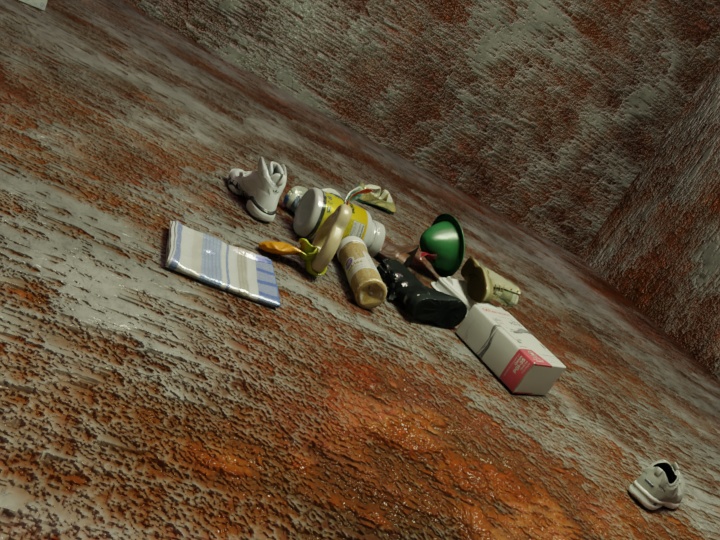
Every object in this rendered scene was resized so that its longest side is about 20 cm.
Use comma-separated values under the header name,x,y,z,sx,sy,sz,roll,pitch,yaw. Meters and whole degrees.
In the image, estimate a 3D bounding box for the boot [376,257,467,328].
name,x,y,z,sx,sy,sz,roll,pitch,yaw
boot,0.131,0.049,1.331,0.196,0.074,0.162,14,22,-42

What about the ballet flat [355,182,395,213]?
name,x,y,z,sx,sy,sz,roll,pitch,yaw
ballet flat,0.059,-0.241,1.954,0.197,0.071,0.071,15,24,-42

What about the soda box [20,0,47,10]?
name,x,y,z,sx,sy,sz,roll,pitch,yaw
soda box,-1.036,-0.851,1.762,0.198,0.064,0.068,9,29,-49

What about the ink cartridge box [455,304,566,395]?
name,x,y,z,sx,sy,sz,roll,pitch,yaw
ink cartridge box,0.325,0.172,1.299,0.145,0.084,0.200,13,26,-43

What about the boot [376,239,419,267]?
name,x,y,z,sx,sy,sz,roll,pitch,yaw
boot,0.048,-0.080,1.549,0.198,0.065,0.186,30,16,11

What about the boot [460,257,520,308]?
name,x,y,z,sx,sy,sz,roll,pitch,yaw
boot,0.346,0.051,1.532,0.153,0.073,0.201,30,19,-14

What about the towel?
name,x,y,z,sx,sy,sz,roll,pitch,yaw
towel,-0.226,-0.012,0.983,0.197,0.024,0.148,24,21,-25

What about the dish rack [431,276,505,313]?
name,x,y,z,sx,sy,sz,roll,pitch,yaw
dish rack,0.293,0.079,1.551,0.170,0.044,0.200,9,30,-51

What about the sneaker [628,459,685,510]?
name,x,y,z,sx,sy,sz,roll,pitch,yaw
sneaker,0.585,0.401,1.130,0.198,0.083,0.075,9,28,-49

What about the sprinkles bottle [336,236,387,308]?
name,x,y,z,sx,sy,sz,roll,pitch,yaw
sprinkles bottle,0.000,0.000,1.241,0.067,0.069,0.201,22,21,-24

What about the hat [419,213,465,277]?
name,x,y,z,sx,sy,sz,roll,pitch,yaw
hat,0.160,-0.064,1.544,0.172,0.200,0.169,-6,66,-27

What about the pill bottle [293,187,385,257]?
name,x,y,z,sx,sy,sz,roll,pitch,yaw
pill bottle,-0.045,-0.102,1.357,0.197,0.114,0.113,21,20,-29

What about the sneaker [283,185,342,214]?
name,x,y,z,sx,sy,sz,roll,pitch,yaw
sneaker,-0.103,-0.152,1.484,0.198,0.078,0.086,-7,51,-51

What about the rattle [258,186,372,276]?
name,x,y,z,sx,sy,sz,roll,pitch,yaw
rattle,-0.085,-0.104,1.157,0.141,0.202,0.130,30,18,-1

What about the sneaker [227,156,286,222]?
name,x,y,z,sx,sy,sz,roll,pitch,yaw
sneaker,-0.225,-0.203,1.324,0.074,0.116,0.200,13,25,-42
